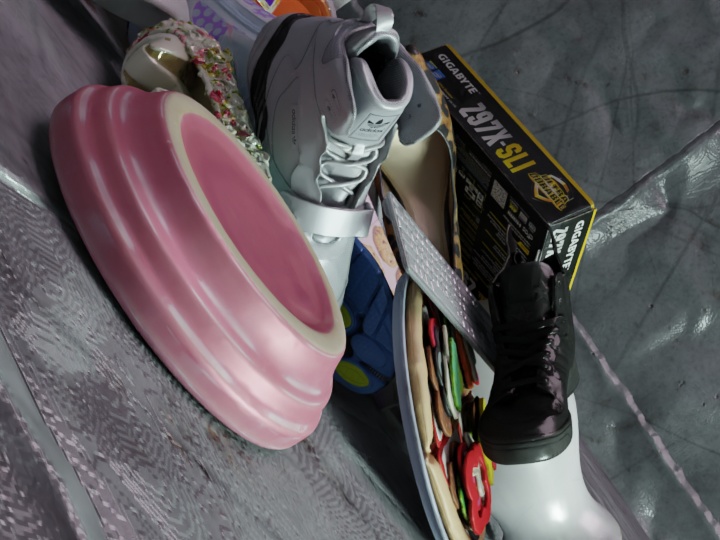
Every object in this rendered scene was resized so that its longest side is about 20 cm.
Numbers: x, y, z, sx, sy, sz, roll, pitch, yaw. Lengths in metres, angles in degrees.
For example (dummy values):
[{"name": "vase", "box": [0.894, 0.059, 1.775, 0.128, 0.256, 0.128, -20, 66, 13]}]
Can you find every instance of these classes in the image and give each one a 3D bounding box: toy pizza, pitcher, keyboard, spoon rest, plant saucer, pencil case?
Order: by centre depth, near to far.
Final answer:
[{"name": "plant saucer", "box": [-0.069, -0.011, 0.736, 0.201, 0.051, 0.201, 54, 11, -16]}, {"name": "spoon rest", "box": [-0.174, -0.199, 0.948, 0.099, 0.061, 0.200, 23, -13, 28]}, {"name": "keyboard", "box": [0.059, 0.017, 0.975, 0.200, 0.011, 0.056, 47, 20, -55]}, {"name": "toy pizza", "box": [0.061, 0.093, 0.981, 0.200, 0.032, 0.200, -11, 90, -77]}, {"name": "pencil case", "box": [-0.072, -0.139, 1.034, 0.083, 0.091, 0.200, -17, 43, -40]}, {"name": "pitcher", "box": [0.103, 0.125, 1.175, 0.200, 0.121, 0.172, 63, -18, -16]}]

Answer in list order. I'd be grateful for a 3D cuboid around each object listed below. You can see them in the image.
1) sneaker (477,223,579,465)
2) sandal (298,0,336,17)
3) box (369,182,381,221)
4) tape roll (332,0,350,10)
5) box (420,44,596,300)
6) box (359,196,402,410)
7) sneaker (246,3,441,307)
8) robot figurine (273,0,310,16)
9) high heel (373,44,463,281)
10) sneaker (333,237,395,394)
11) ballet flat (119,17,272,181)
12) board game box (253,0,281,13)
[{"name": "sneaker", "box": [0.107, 0.043, 0.985, 0.200, 0.060, 0.104, -51, 132, -68]}, {"name": "sandal", "box": [-0.063, -0.150, 1.310, 0.059, 0.079, 0.207, -66, 165, -45]}, {"name": "box", "box": [0.001, -0.103, 1.349, 0.156, 0.041, 0.200, -65, 156, -82]}, {"name": "tape roll", "box": [-0.084, -0.281, 1.409, 0.139, 0.203, 0.203, 54, 7, -8]}, {"name": "box", "box": [0.094, -0.056, 1.200, 0.200, 0.049, 0.160, 52, -27, 31]}, {"name": "box", "box": [0.000, 0.000, 1.084, 0.041, 0.039, 0.200, -15, 79, -40]}, {"name": "sneaker", "box": [-0.016, -0.058, 0.884, 0.115, 0.075, 0.200, -4, -96, 55]}, {"name": "robot figurine", "box": [-0.068, -0.140, 1.194, 0.200, 0.117, 0.144, 59, -4, 37]}, {"name": "high heel", "box": [0.049, -0.052, 1.103, 0.143, 0.071, 0.200, -117, -156, -62]}, {"name": "sneaker", "box": [-0.020, 0.001, 1.011, 0.083, 0.071, 0.200, 38, 15, -50]}, {"name": "ballet flat", "box": [-0.106, -0.099, 0.902, 0.064, 0.076, 0.200, 34, 17, -45]}, {"name": "board game box", "box": [-0.160, -0.267, 1.106, 0.151, 0.046, 0.200, 6, -34, 42]}]
